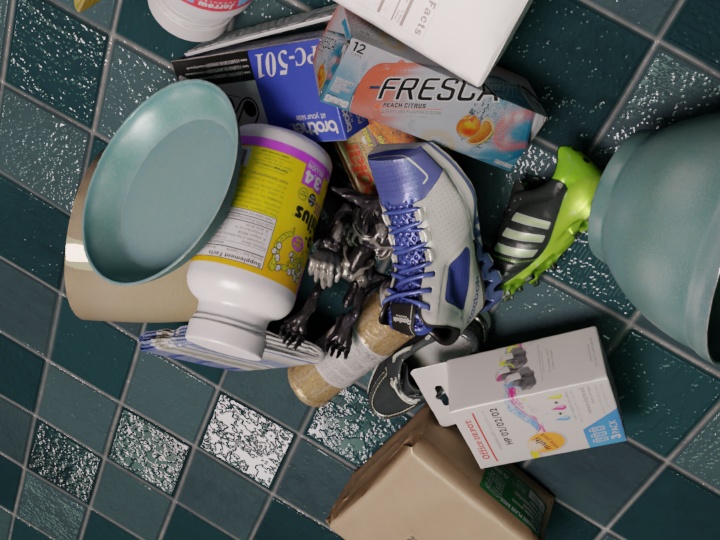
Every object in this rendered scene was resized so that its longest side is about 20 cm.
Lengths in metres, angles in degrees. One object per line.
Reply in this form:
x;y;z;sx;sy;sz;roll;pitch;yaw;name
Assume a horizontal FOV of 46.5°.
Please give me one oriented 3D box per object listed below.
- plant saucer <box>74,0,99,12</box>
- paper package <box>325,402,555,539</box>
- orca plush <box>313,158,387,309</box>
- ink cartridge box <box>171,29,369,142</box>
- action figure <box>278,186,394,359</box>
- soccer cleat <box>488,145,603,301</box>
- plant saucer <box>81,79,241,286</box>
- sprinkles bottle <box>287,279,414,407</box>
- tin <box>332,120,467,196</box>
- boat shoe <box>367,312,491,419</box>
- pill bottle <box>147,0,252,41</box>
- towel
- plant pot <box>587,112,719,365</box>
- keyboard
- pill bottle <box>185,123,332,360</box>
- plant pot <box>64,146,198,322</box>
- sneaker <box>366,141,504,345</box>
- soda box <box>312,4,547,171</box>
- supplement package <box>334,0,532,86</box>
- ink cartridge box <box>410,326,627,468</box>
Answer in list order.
-0.215;-0.348;0.716;0.199;0.048;0.204;-4;93;63;plant saucer
0.095;0.286;0.990;0.199;0.104;0.191;39;125;-2;paper package
-0.050;-0.045;0.880;0.104;0.071;0.203;-9;114;26;orca plush
-0.090;-0.173;0.812;0.198;0.044;0.095;3;119;37;ink cartridge box
0.000;0.000;0.819;0.117;0.103;0.202;21;117;-15;action figure
0.163;-0.038;0.810;0.082;0.067;0.200;59;136;19;soccer cleat
-0.175;-0.076;0.765;0.198;0.203;0.036;-18;150;29;plant saucer
0.000;0.079;0.931;0.068;0.068;0.200;44;124;-7;sprinkles bottle
0.033;-0.125;0.823;0.110;0.042;0.202;-16;111;24;tin
0.065;0.110;0.928;0.075;0.060;0.201;36;125;-2;boat shoe
-0.126;-0.291;0.722;0.108;0.109;0.200;40;148;-4;pill bottle
-0.149;0.087;0.943;0.145;0.024;0.199;19;160;-34;towel
0.275;-0.042;0.695;0.133;0.199;0.203;27;129;37;plant pot
-0.074;-0.232;0.793;0.197;0.056;0.011;-7;112;25;keyboard
-0.098;-0.024;0.777;0.102;0.203;0.104;14;167;3;pill bottle
-0.183;-0.022;0.896;0.196;0.188;0.190;11;122;4;plant pot
0.058;-0.008;0.750;0.080;0.116;0.201;1;131;42;sneaker
0.060;-0.156;0.722;0.197;0.069;0.064;15;129;-24;soda box
0.052;-0.264;0.684;0.198;0.122;0.121;31;122;2;supplement package
0.160;0.138;0.861;0.197;0.069;0.116;-15;133;18;ink cartridge box
